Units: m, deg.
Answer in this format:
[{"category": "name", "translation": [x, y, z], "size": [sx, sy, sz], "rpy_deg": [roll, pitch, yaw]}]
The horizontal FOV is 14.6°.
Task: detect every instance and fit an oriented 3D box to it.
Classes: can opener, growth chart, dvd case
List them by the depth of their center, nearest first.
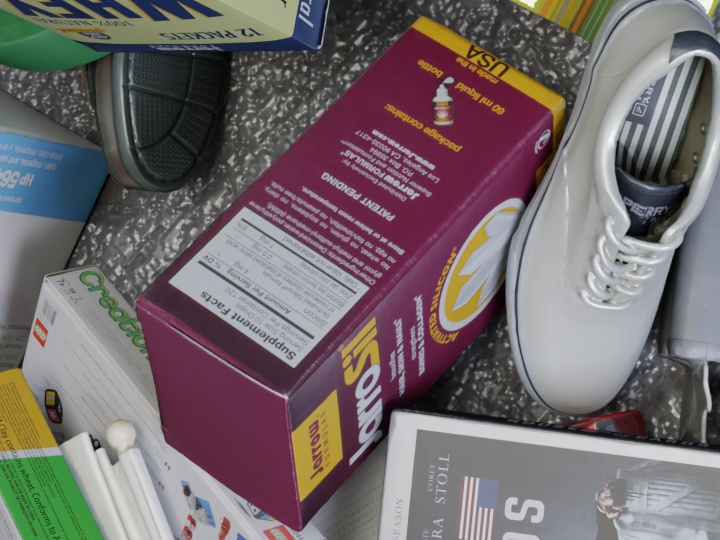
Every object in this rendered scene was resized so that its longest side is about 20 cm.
[{"category": "dvd case", "translation": [0.101, 0.144, 1.200], "size": [0.198, 0.025, 0.152], "rpy_deg": [6, 91, 17]}, {"category": "can opener", "translation": [0.169, 0.027, 1.259], "size": [0.066, 0.053, 0.202], "rpy_deg": [7, 89, -3]}, {"category": "growth chart", "translation": [-0.132, 0.147, 1.332], "size": [0.200, 0.018, 0.146], "rpy_deg": [-21, 86, 55]}]

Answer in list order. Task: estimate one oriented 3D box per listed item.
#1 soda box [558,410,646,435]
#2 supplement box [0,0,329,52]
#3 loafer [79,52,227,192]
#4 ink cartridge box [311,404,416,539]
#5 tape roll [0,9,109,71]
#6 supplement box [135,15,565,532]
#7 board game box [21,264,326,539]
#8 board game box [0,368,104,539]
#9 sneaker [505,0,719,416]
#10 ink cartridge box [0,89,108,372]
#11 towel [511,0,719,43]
[{"category": "soda box", "translation": [0.110, 0.167, 1.247], "size": [0.063, 0.070, 0.202], "rpy_deg": [-15, 86, 23]}, {"category": "supplement box", "translation": [-0.109, -0.213, 1.177], "size": [0.134, 0.199, 0.202], "rpy_deg": [3, 79, 37]}, {"category": "loafer", "translation": [-0.108, -0.134, 1.388], "size": [0.063, 0.072, 0.202], "rpy_deg": [-8, 76, 43]}, {"category": "ink cartridge box", "translation": [-0.011, 0.120, 1.329], "size": [0.145, 0.048, 0.201], "rpy_deg": [-33, 70, 19]}, {"category": "tape roll", "translation": [-0.150, -0.198, 1.356], "size": [0.199, 0.048, 0.202], "rpy_deg": [-9, 73, 33]}, {"category": "supplement box", "translation": [0.000, 0.000, 1.243], "size": [0.085, 0.111, 0.200], "rpy_deg": [31, 62, 23]}, {"category": "board game box", "translation": [-0.098, 0.109, 1.318], "size": [0.200, 0.034, 0.127], "rpy_deg": [48, 135, 33]}, {"category": "board game box", "translation": [-0.184, 0.160, 1.354], "size": [0.154, 0.040, 0.200], "rpy_deg": [62, 142, 15]}, {"category": "sneaker", "translation": [0.110, -0.022, 1.217], "size": [0.072, 0.071, 0.201], "rpy_deg": [6, 113, -11]}, {"category": "ink cartridge box", "translation": [-0.239, -0.001, 1.398], "size": [0.128, 0.125, 0.201], "rpy_deg": [28, 98, 23]}, {"category": "towel", "translation": [0.076, -0.165, 1.260], "size": [0.199, 0.018, 0.086], "rpy_deg": [26, 99, -14]}]
